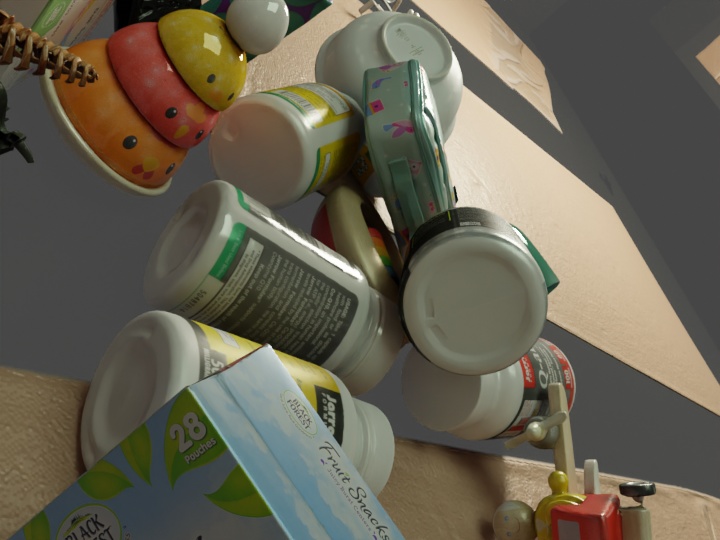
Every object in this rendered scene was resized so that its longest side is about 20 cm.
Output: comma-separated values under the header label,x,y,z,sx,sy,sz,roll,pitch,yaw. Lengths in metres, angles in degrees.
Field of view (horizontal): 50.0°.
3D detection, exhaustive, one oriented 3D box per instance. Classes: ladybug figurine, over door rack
label,x,y,z,sx,sy,sz,roll,pitch,yaw
ladybug figurine,0.000,0.000,0.793,0.136,0.072,0.200,44,21,-49
over door rack,0.050,-0.552,1.561,0.200,0.067,0.148,9,47,-53

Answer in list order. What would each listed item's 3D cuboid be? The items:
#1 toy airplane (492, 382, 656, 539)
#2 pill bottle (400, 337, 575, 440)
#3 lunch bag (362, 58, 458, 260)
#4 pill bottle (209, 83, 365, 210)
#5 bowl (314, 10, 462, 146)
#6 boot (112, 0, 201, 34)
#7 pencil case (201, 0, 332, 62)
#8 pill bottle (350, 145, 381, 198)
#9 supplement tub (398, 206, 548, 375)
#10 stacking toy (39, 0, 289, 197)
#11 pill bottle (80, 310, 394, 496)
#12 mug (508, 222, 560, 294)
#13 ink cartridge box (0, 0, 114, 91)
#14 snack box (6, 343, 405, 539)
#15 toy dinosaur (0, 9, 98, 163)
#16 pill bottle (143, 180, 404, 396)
label,x,y,z,sx,sy,sz,roll,pitch,yaw
toy airplane,0.199,0.242,0.757,0.200,0.141,0.200,-88,172,-55
pill bottle,0.138,0.121,0.820,0.200,0.116,0.116,12,46,-51
lunch bag,0.059,-0.114,0.847,0.161,0.077,0.200,-92,166,-50
pill bottle,-0.065,-0.139,0.821,0.113,0.113,0.200,50,27,-1
bowl,0.051,-0.247,0.945,0.201,0.090,0.202,11,61,-21
boot,-0.230,-0.276,0.762,0.158,0.212,0.079,23,20,36
pencil case,-0.126,-0.271,0.813,0.092,0.200,0.085,50,29,-24
pill bottle,0.029,-0.168,1.017,0.200,0.113,0.113,55,27,8
supplement tub,0.098,0.008,0.705,0.123,0.122,0.200,47,13,-6
stacking toy,-0.146,-0.166,0.636,0.146,0.200,0.146,52,18,-24
pill bottle,-0.072,0.107,0.522,0.200,0.111,0.112,26,36,-40
mug,0.141,0.009,0.908,0.115,0.152,0.185,56,-2,14
ink cartridge box,-0.261,-0.231,0.647,0.067,0.117,0.200,41,29,-15
snack box,-0.073,0.159,0.358,0.169,0.200,0.068,55,27,6
toy dinosaur,-0.266,-0.122,0.476,0.200,0.136,0.102,17,32,28
pill bottle,-0.065,0.023,0.635,0.200,0.113,0.113,33,32,-30
